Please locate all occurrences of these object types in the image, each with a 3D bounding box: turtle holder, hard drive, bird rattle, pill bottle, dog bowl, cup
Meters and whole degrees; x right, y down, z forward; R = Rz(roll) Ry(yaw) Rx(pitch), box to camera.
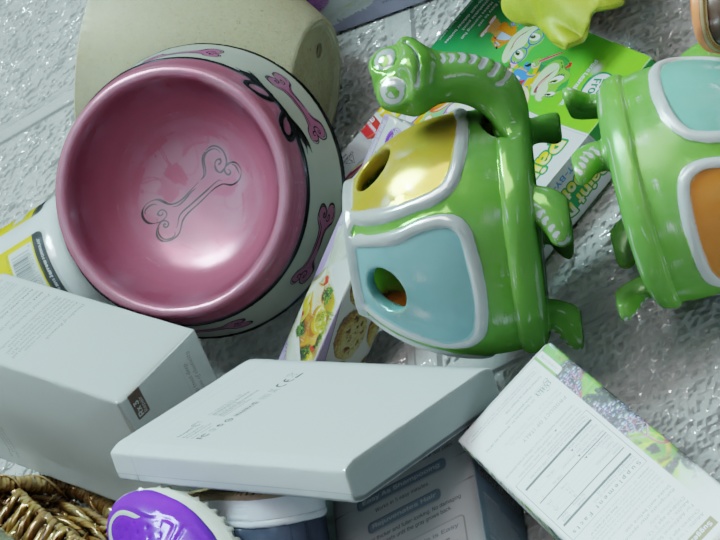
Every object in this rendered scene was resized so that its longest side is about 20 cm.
[{"bbox_3d":[0.200,-0.058,1.386,0.131,0.141,0.186,-16,4,11],"label":"turtle holder"},{"bbox_3d":[-0.034,0.091,1.390,0.200,0.027,0.132,-1,23,45],"label":"hard drive"},{"bbox_3d":[0.110,-0.203,1.585,0.200,0.163,0.113,6,97,48],"label":"bird rattle"},{"bbox_3d":[-0.265,0.036,1.735,0.200,0.112,0.112,-30,40,20],"label":"pill bottle"},{"bbox_3d":[-0.114,-0.053,1.575,0.199,0.074,0.201,1,93,15],"label":"dog bowl"},{"bbox_3d":[-0.098,-0.140,1.699,0.143,0.200,0.201,8,59,20],"label":"cup"},{"bbox_3d":[0.056,-0.032,1.386,0.131,0.186,0.141,-6,57,6],"label":"turtle holder"}]

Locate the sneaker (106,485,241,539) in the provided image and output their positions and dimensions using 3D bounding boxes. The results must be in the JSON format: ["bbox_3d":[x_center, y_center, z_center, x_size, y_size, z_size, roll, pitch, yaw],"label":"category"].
[{"bbox_3d":[-0.105,0.200,1.333,0.200,0.099,0.070,49,130,34],"label":"sneaker"}]

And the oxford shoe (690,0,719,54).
[{"bbox_3d":[0.263,-0.170,1.388,0.073,0.072,0.200,3,19,41],"label":"oxford shoe"}]

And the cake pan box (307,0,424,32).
[{"bbox_3d":[-0.009,-0.261,1.710,0.200,0.184,0.052,-15,51,32],"label":"cake pan box"}]

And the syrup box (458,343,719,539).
[{"bbox_3d":[0.146,0.129,1.287,0.081,0.079,0.200,-47,37,-2],"label":"syrup box"}]

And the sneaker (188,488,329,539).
[{"bbox_3d":[-0.059,0.182,1.438,0.070,0.109,0.200,-11,-2,-16],"label":"sneaker"}]

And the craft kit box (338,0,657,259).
[{"bbox_3d":[0.083,-0.080,1.572,0.200,0.049,0.197,-51,40,-6],"label":"craft kit box"}]

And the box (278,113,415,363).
[{"bbox_3d":[0.000,0.000,1.522,0.039,0.041,0.201,33,102,52],"label":"box"}]

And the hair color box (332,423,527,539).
[{"bbox_3d":[0.042,0.164,1.369,0.099,0.061,0.200,-29,41,20],"label":"hair color box"}]

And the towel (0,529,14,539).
[{"bbox_3d":[-0.146,0.248,1.294,0.200,0.193,0.035,31,50,25],"label":"towel"}]

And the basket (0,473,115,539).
[{"bbox_3d":[-0.218,0.190,1.523,0.149,0.143,0.200,-53,38,-9],"label":"basket"}]

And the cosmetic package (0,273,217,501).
[{"bbox_3d":[-0.183,0.083,1.586,0.200,0.113,0.081,14,48,38],"label":"cosmetic package"}]
